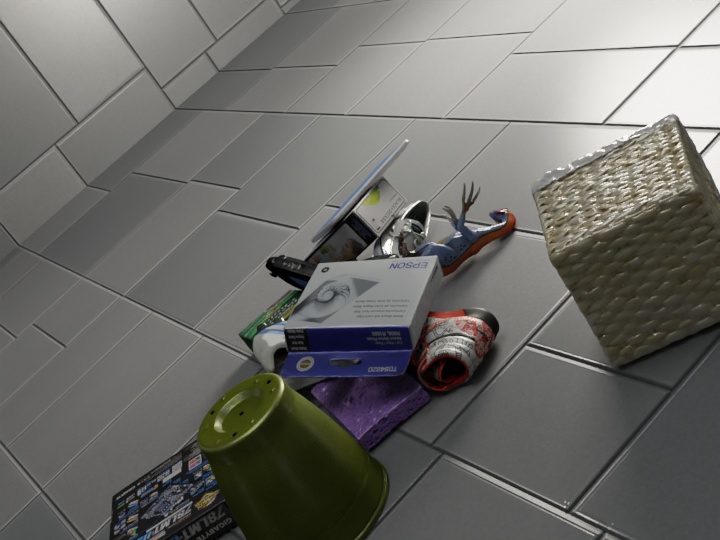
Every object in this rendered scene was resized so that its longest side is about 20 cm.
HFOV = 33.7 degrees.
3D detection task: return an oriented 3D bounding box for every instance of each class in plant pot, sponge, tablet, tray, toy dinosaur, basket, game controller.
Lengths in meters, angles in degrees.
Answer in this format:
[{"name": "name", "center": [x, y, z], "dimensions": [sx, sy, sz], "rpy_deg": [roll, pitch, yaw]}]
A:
[{"name": "plant pot", "center": [-0.099, 0.239, 1.462], "dimensions": [0.199, 0.194, 0.201], "rpy_deg": [-29, 25, 15]}, {"name": "sponge", "center": [0.010, 0.171, 1.639], "dimensions": [0.111, 0.030, 0.200], "rpy_deg": [-39, 25, -8]}, {"name": "tablet", "center": [0.000, -0.128, 1.939], "dimensions": [0.200, 0.014, 0.130], "rpy_deg": [-49, 5, -23]}, {"name": "tray", "center": [-0.054, 0.129, 1.757], "dimensions": [0.199, 0.022, 0.108], "rpy_deg": [-26, 17, 43]}, {"name": "toy dinosaur", "center": [0.148, -0.036, 1.803], "dimensions": [0.178, 0.204, 0.105], "rpy_deg": [-1, 8, -4]}, {"name": "basket", "center": [0.326, -0.031, 1.378], "dimensions": [0.198, 0.199, 0.162], "rpy_deg": [-25, 28, 21]}, {"name": "game controller", "center": [-0.056, 0.024, 1.846], "dimensions": [0.198, 0.104, 0.042], "rpy_deg": [17, 68, 37]}]

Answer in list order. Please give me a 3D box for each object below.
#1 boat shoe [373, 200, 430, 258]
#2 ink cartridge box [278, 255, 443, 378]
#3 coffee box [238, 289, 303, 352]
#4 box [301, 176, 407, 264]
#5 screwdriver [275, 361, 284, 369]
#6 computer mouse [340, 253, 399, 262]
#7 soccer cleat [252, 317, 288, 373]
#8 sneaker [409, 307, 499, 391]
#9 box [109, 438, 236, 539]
[{"name": "boat shoe", "center": [0.070, -0.055, 1.891], "dimensions": [0.067, 0.073, 0.201], "rpy_deg": [-44, 18, 29]}, {"name": "ink cartridge box", "center": [-0.003, 0.061, 1.625], "dimensions": [0.197, 0.041, 0.201], "rpy_deg": [-4, 40, 26]}, {"name": "coffee box", "center": [-0.124, 0.083, 1.897], "dimensions": [0.123, 0.044, 0.200], "rpy_deg": [-41, 10, -10]}, {"name": "box", "center": [-0.019, -0.055, 1.943], "dimensions": [0.200, 0.060, 0.117], "rpy_deg": [-42, 6, 45]}, {"name": "screwdriver", "center": [-0.076, 0.103, 1.801], "dimensions": [0.029, 0.028, 0.200], "rpy_deg": [-59, -12, 30]}, {"name": "computer mouse", "center": [0.000, 0.000, 1.822], "dimensions": [0.058, 0.035, 0.199], "rpy_deg": [-19, 8, -29]}, {"name": "soccer cleat", "center": [-0.058, 0.094, 1.723], "dimensions": [0.197, 0.070, 0.087], "rpy_deg": [-24, 55, -5]}, {"name": "sneaker", "center": [0.085, 0.111, 1.600], "dimensions": [0.199, 0.068, 0.108], "rpy_deg": [-11, 32, 39]}, {"name": "box", "center": [-0.266, 0.336, 1.685], "dimensions": [0.199, 0.050, 0.199], "rpy_deg": [-34, 25, 4]}]
